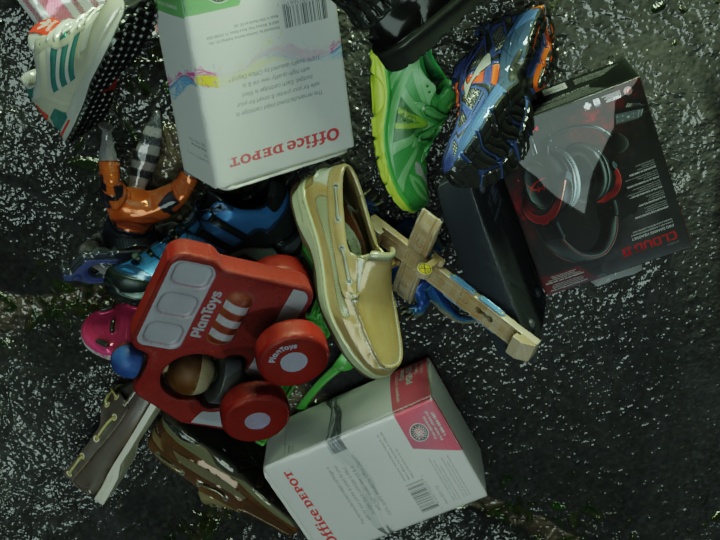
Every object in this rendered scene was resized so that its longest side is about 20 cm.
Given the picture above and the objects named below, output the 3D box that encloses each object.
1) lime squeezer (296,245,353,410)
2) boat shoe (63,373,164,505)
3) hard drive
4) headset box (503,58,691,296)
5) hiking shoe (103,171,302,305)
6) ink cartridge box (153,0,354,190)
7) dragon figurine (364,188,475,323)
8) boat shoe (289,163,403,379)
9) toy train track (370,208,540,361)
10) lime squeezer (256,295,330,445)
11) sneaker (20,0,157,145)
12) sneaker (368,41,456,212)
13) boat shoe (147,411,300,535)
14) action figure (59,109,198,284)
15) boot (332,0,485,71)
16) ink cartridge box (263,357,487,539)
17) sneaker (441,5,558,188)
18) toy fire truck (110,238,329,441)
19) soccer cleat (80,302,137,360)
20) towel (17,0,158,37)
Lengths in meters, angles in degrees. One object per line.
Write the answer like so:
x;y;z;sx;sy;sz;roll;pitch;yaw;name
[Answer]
-0.032;0.063;1.161;0.070;0.038;0.200;16;119;31;lime squeezer
-0.257;0.161;1.191;0.059;0.072;0.200;31;109;0;boat shoe
0.128;-0.023;1.057;0.042;0.135;0.200;-14;113;21;hard drive
0.219;-0.079;1.056;0.148;0.075;0.200;-19;112;10;headset box
-0.152;-0.034;1.034;0.200;0.074;0.087;-22;119;-27;hiking shoe
-0.096;-0.190;0.981;0.145;0.087;0.200;-20;116;-25;ink cartridge box
0.052;-0.011;1.103;0.200;0.059;0.100;24;114;-7;dragon figurine
0.000;0.000;1.004;0.076;0.072;0.200;-22;91;38;boat shoe
0.076;0.019;1.015;0.200;0.033;0.115;38;139;18;toy train track
-0.061;0.076;1.110;0.038;0.071;0.200;31;111;21;lime squeezer
-0.254;-0.199;0.982;0.093;0.070;0.200;44;139;-1;sneaker
0.053;-0.147;1.033;0.083;0.074;0.201;-1;114;8;sneaker
-0.148;0.224;1.217;0.200;0.076;0.074;41;115;-6;boat shoe
-0.198;-0.050;1.098;0.200;0.105;0.194;4;125;-30;action figure
0.049;-0.289;0.925;0.211;0.079;0.158;-45;118;-7;boot
0.015;0.203;1.185;0.200;0.083;0.147;-24;116;13;ink cartridge box
0.114;-0.151;0.982;0.078;0.200;0.075;3;142;35;sneaker
-0.133;0.064;1.006;0.168;0.112;0.200;15;127;-26;toy fire truck
-0.184;0.077;1.131;0.199;0.070;0.086;0;148;-10;soccer cleat
-0.225;-0.278;1.010;0.200;0.030;0.146;-31;109;15;towel
